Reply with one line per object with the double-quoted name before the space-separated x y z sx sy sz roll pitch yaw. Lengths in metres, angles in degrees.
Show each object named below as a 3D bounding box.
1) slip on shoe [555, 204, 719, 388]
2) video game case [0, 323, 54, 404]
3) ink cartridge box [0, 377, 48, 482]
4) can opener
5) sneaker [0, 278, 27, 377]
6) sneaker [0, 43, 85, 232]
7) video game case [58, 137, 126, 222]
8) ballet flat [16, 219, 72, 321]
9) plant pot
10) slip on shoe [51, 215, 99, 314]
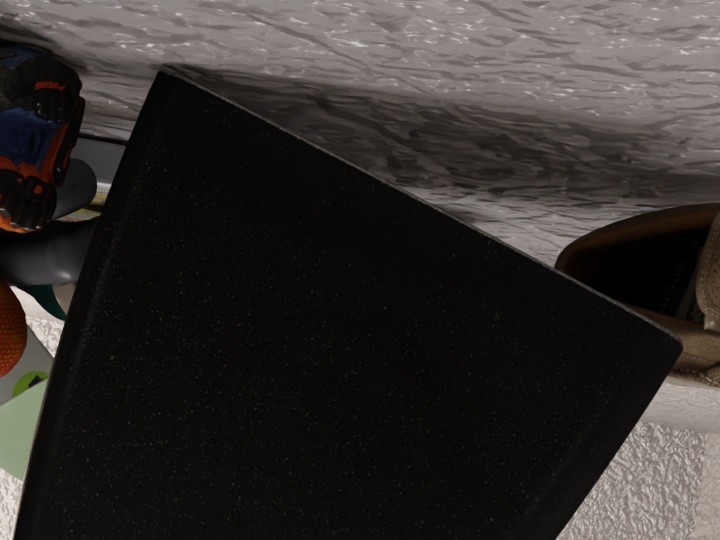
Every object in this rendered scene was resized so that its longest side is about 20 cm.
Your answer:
"slip on shoe" 0.146 0.006 0.536 0.060 0.077 0.199 30 169 -25
"video game case" -0.246 0.034 0.908 0.199 0.045 0.182 13 139 57
"ink cartridge box" -0.083 0.081 0.772 0.199 0.048 0.146 -32 137 10
"can opener" -0.158 -0.023 0.679 0.066 0.053 0.199 -26 -167 -28
"sneaker" -0.214 -0.017 0.587 0.199 0.073 0.077 38 164 -22
"sneaker" -0.151 -0.051 0.456 0.078 0.076 0.200 11 173 10
"video game case" -0.133 -0.040 0.761 0.198 0.023 0.182 9 174 -7
"ballet flat" -0.190 -0.017 0.914 0.075 0.069 0.199 -19 -157 -41
"plant pot" -0.021 0.075 0.573 0.198 0.179 0.200 28 170 8
"slip on shoe" -0.074 0.027 0.802 0.060 0.077 0.200 -16 143 32
